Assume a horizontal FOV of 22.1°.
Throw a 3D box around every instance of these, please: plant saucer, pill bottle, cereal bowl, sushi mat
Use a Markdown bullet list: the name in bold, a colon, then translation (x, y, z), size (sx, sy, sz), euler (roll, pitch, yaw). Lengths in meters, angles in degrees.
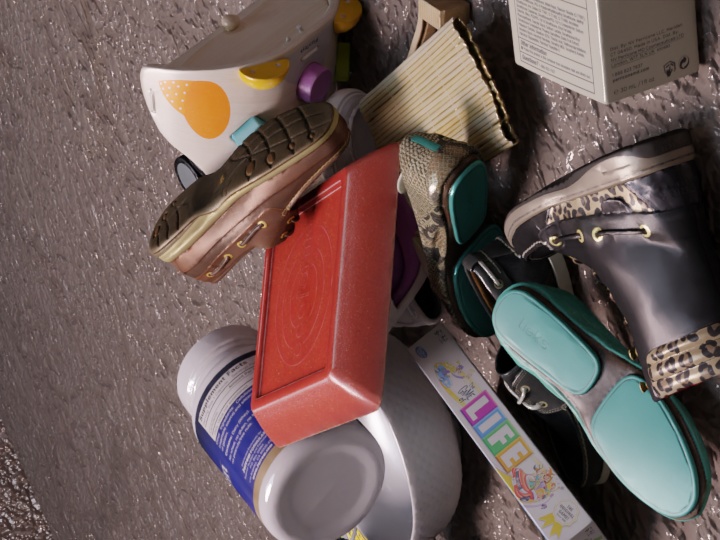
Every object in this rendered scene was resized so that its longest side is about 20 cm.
- **plant saucer**: translation (-0.033, 0.020, 1.393), size (0.200, 0.036, 0.201), euler (151, 127, -63)
- **pill bottle**: translation (-0.073, 0.133, 1.555), size (0.200, 0.115, 0.117), euler (43, 147, 49)
- **cereal bowl**: translation (0.028, 0.137, 1.582), size (0.200, 0.083, 0.201), euler (49, 151, 40)
- **sushi mat**: translation (0.052, -0.109, 1.330), size (0.096, 0.012, 0.200), euler (66, 157, 3)

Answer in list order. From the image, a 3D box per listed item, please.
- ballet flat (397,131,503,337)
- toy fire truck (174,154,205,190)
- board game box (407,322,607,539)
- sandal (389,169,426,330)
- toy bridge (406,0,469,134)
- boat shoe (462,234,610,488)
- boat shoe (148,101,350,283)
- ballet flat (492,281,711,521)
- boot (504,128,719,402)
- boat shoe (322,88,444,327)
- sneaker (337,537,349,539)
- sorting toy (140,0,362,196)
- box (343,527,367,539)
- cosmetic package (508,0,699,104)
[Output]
- **ballet flat**: translation (0.064, -0.032, 1.331), size (0.075, 0.068, 0.201), euler (32, 157, 31)
- **toy fire truck**: translation (-0.075, -0.061, 1.627), size (0.200, 0.128, 0.176), euler (52, 154, 11)
- **board game box**: translation (0.120, 0.143, 1.362), size (0.200, 0.034, 0.135), euler (54, -178, 34)
- **sandal**: translation (0.005, 0.004, 1.431), size (0.082, 0.050, 0.204), euler (39, 139, 22)
- **toy bridge**: translation (0.058, -0.115, 1.368), size (0.067, 0.027, 0.201), euler (43, 146, 48)
- **boat shoe**: translation (0.126, 0.069, 1.318), size (0.072, 0.067, 0.201), euler (17, 129, 62)
- **boat shoe**: translation (-0.074, -0.056, 1.397), size (0.067, 0.072, 0.200), euler (39, 125, -23)
- **ballet flat**: translation (0.170, 0.079, 1.217), size (0.200, 0.070, 0.068), euler (47, 117, 24)
- **boot**: translation (0.170, 0.007, 1.160), size (0.200, 0.073, 0.152), euler (-32, 79, 62)
- **boat shoe**: translation (0.022, -0.047, 1.465), size (0.068, 0.072, 0.202), euler (5, 110, 47)
- **sneaker**: translation (0.018, 0.276, 1.618), size (0.200, 0.078, 0.091), euler (37, -179, -44)
- **sorting toy**: translation (-0.065, -0.123, 1.488), size (0.106, 0.200, 0.181), euler (20, 134, 30)
- **box**: translation (0.015, 0.282, 1.786), size (0.159, 0.048, 0.201), euler (57, 155, 29)
- **cosmetic package**: translation (0.132, -0.209, 1.053), size (0.105, 0.071, 0.201), euler (37, 142, 54)
